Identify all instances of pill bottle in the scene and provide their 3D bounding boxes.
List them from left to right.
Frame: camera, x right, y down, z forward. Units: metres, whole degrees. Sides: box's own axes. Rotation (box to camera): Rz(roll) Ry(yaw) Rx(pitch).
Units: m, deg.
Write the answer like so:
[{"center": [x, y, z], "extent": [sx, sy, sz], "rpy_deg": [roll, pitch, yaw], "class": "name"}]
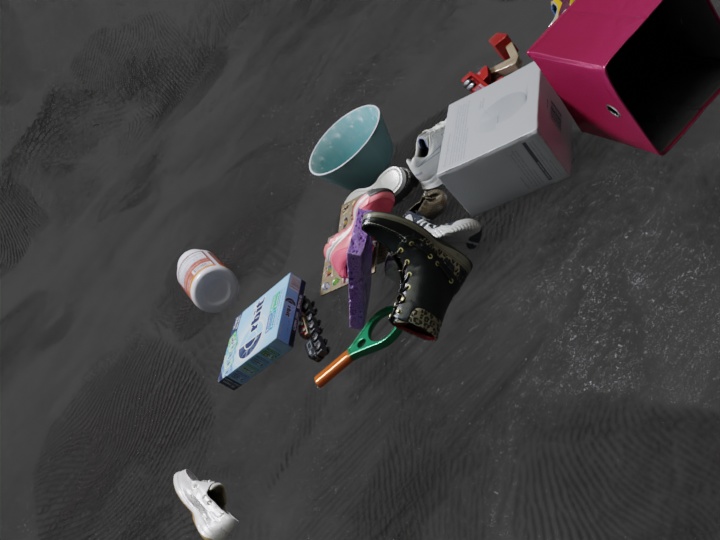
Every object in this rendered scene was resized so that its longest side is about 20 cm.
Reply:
[{"center": [-0.365, 0.017, 1.931], "extent": [0.112, 0.112, 0.200], "rpy_deg": [-49, 30, -4], "class": "pill bottle"}]

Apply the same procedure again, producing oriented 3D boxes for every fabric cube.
[{"center": [0.424, -0.330, 1.287], "extent": [0.200, 0.196, 0.199], "rpy_deg": [-48, 31, -1], "class": "fabric cube"}]

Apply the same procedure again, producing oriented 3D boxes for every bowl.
[{"center": [-0.006, -0.254, 1.811], "extent": [0.200, 0.105, 0.201], "rpy_deg": [-30, 34, 24], "class": "bowl"}]

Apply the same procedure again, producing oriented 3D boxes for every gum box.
[{"center": [-0.195, 0.122, 1.635], "extent": [0.200, 0.044, 0.170], "rpy_deg": [-38, 31, 37], "class": "gum box"}]

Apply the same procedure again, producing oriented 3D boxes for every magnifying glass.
[{"center": [0.000, 0.136, 1.442], "extent": [0.200, 0.022, 0.080], "rpy_deg": [-39, 32, 9], "class": "magnifying glass"}]

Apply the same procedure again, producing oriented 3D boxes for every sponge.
[{"center": [0.000, 0.000, 1.447], "extent": [0.030, 0.200, 0.112], "rpy_deg": [7, 48, 6], "class": "sponge"}]

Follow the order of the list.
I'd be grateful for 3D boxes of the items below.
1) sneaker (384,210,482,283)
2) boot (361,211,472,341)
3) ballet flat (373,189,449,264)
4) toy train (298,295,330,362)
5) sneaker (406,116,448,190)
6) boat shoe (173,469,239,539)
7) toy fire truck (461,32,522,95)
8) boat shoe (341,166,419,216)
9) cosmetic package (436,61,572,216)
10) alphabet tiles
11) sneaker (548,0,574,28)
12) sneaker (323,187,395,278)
[{"center": [0.126, -0.071, 1.464], "extent": [0.199, 0.079, 0.130], "rpy_deg": [-35, 40, 37], "class": "sneaker"}, {"center": [0.072, 0.008, 1.339], "extent": [0.154, 0.203, 0.073], "rpy_deg": [-65, 11, -21], "class": "boot"}, {"center": [0.082, -0.085, 1.564], "extent": [0.200, 0.046, 0.067], "rpy_deg": [-39, 33, 18], "class": "ballet flat"}, {"center": [-0.097, 0.111, 1.575], "extent": [0.046, 0.034, 0.200], "rpy_deg": [-50, 29, 15], "class": "toy train"}, {"center": [0.161, -0.255, 1.628], "extent": [0.074, 0.087, 0.200], "rpy_deg": [-5, 48, 50], "class": "sneaker"}, {"center": [-0.259, 0.395, 1.414], "extent": [0.069, 0.071, 0.200], "rpy_deg": [-48, 39, -5], "class": "boat shoe"}, {"center": [0.282, -0.404, 1.687], "extent": [0.141, 0.049, 0.200], "rpy_deg": [-41, 31, 9], "class": "toy fire truck"}, {"center": [0.038, -0.148, 1.679], "extent": [0.200, 0.060, 0.074], "rpy_deg": [-37, 61, 40], "class": "boat shoe"}, {"center": [0.256, -0.231, 1.448], "extent": [0.199, 0.123, 0.200], "rpy_deg": [-20, 40, 34], "class": "cosmetic package"}, {"center": [-0.015, -0.061, 1.633], "extent": [0.167, 0.008, 0.201], "rpy_deg": [-24, 50, 46], "class": "alphabet tiles"}, {"center": [0.429, -0.560, 1.663], "extent": [0.090, 0.075, 0.201], "rpy_deg": [-10, 46, 38], "class": "sneaker"}, {"center": [0.012, -0.064, 1.544], "extent": [0.200, 0.074, 0.087], "rpy_deg": [-53, 44, 29], "class": "sneaker"}]
